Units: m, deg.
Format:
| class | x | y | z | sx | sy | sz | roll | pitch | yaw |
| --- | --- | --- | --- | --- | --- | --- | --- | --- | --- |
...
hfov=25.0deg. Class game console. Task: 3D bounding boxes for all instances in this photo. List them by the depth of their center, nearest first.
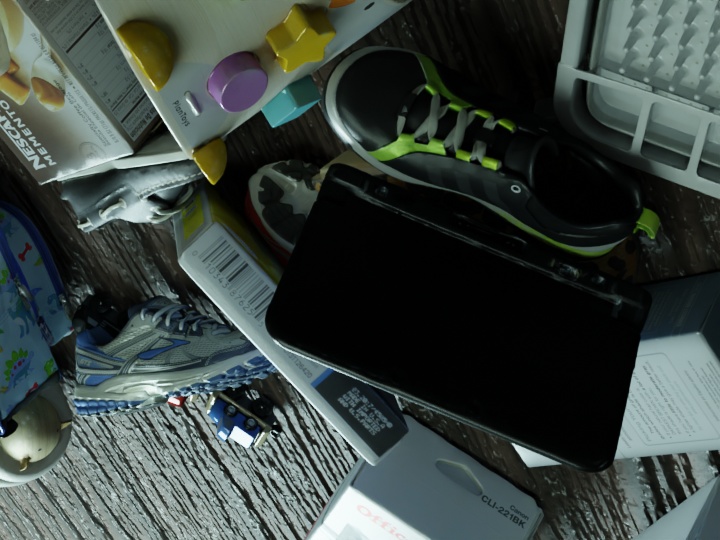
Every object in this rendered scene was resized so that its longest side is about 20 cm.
| class | x | y | z | sx | sy | sz | roll | pitch | yaw |
| --- | --- | --- | --- | --- | --- | --- | --- | --- | --- |
| game console | 0.052 | 0.031 | 0.932 | 0.199 | 0.117 | 0.176 | 23 | 171 | -1 |

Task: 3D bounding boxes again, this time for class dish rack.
| class | x | y | z | sx | sy | sz | roll | pitch | yaw |
| --- | --- | --- | --- | --- | --- | --- | --- | --- | --- |
| dish rack | 0.193 | -0.125 | 0.841 | 0.171 | 0.044 | 0.201 | 22 | 142 | 17 |

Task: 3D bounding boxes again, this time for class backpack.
| class | x | y | z | sx | sy | sz | roll | pitch | yaw |
| --- | --- | --- | --- | --- | --- | --- | --- | --- | --- |
| backpack | -0.342 | 0.015 | 1.324 | 0.182 | 0.147 | 0.201 | 10 | 132 | 30 |

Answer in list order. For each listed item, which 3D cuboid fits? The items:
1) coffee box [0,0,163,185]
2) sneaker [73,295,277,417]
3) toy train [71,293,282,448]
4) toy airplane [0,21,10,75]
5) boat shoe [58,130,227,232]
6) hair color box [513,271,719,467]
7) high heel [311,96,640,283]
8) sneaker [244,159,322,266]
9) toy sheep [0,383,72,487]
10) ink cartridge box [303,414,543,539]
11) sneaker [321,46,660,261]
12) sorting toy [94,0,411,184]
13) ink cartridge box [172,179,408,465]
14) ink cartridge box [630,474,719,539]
| class | x | y | z | sx | sy | sz | roll | pitch | yaw |
| --- | --- | --- | --- | --- | --- | --- | --- | --- | --- |
| coffee box | -0.224 | -0.166 | 1.085 | 0.114 | 0.080 | 0.200 | -10 | 125 | 43 |
| sneaker | -0.147 | 0.058 | 1.275 | 0.199 | 0.077 | 0.086 | -14 | 83 | 22 |
| toy train | -0.154 | 0.087 | 1.346 | 0.199 | 0.046 | 0.034 | 33 | 144 | 2 |
| toy airplane | -0.246 | -0.230 | 0.913 | 0.199 | 0.200 | 0.141 | 27 | 161 | -3 |
| boat shoe | -0.150 | -0.061 | 1.134 | 0.199 | 0.074 | 0.061 | -6 | 107 | 50 |
| hair color box | 0.171 | 0.068 | 1.063 | 0.199 | 0.061 | 0.099 | -13 | 123 | 44 |
| high heel | 0.072 | -0.026 | 1.018 | 0.199 | 0.072 | 0.143 | -8 | 121 | 32 |
| sneaker | 0.000 | 0.000 | 1.126 | 0.200 | 0.077 | 0.085 | 46 | 162 | -8 |
| toy sheep | -0.334 | 0.131 | 1.472 | 0.199 | 0.138 | 0.138 | 8 | 139 | 53 |
| ink cartridge box | 0.039 | 0.222 | 1.318 | 0.144 | 0.084 | 0.200 | 33 | 143 | 2 |
| sneaker | 0.077 | -0.072 | 0.895 | 0.199 | 0.072 | 0.083 | 25 | 167 | -10 |
| sorting toy | -0.043 | -0.153 | 0.889 | 0.107 | 0.179 | 0.200 | 62 | 180 | 30 |
| ink cartridge box | -0.054 | 0.025 | 1.145 | 0.198 | 0.047 | 0.200 | 46 | -173 | -16 |
| ink cartridge box | 0.288 | 0.253 | 1.160 | 0.199 | 0.085 | 0.146 | 35 | 143 | -1 |
